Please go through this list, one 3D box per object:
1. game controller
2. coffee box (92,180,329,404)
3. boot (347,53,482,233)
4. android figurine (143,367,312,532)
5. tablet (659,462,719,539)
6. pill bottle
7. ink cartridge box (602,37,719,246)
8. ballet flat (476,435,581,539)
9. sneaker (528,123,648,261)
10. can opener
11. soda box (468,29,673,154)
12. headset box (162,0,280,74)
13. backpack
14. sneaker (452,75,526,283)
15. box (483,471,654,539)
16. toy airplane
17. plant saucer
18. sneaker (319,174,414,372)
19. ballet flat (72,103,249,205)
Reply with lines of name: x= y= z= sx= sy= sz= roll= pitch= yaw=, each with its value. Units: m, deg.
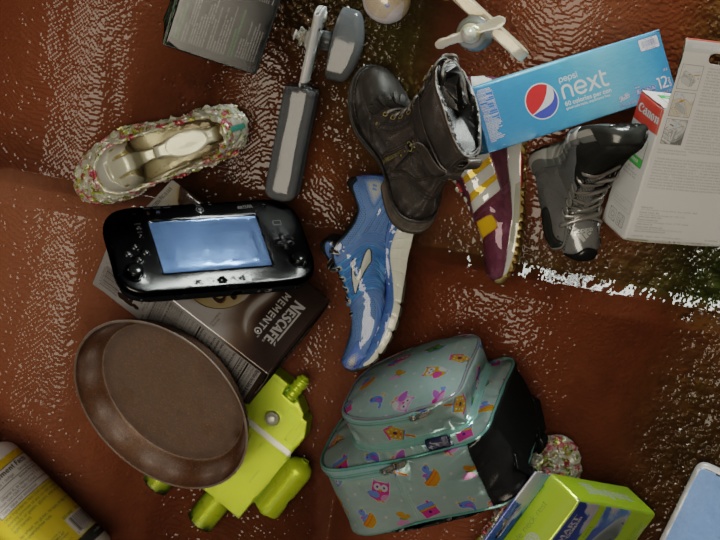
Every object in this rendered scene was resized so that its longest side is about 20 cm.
game controller: x=-0.146 y=-0.021 z=1.698 sx=0.200 sy=0.042 sz=0.104 roll=-4 pitch=63 yaw=-24
coffee box: x=-0.147 y=0.021 z=1.748 sx=0.200 sy=0.113 sz=0.080 roll=37 pitch=147 yaw=2
boot: x=0.059 y=-0.147 z=1.647 sx=0.069 sy=0.174 sz=0.200 roll=-9 pitch=65 yaw=-22
android figurine: x=-0.132 y=0.168 z=1.814 sx=0.182 sy=0.041 sz=0.200 roll=41 pitch=105 yaw=3
tablet: x=0.354 y=0.303 z=1.760 sx=0.130 sy=0.014 sz=0.200 roll=25 pitch=102 yaw=5
pill bottle: x=-0.366 y=0.250 z=1.829 sx=0.200 sy=0.114 sz=0.114 roll=44 pitch=103 yaw=2
ink cartridge box: x=0.307 y=-0.124 z=1.645 sx=0.109 sy=0.050 sz=0.200 roll=4 pitch=114 yaw=-23
ballet flat: x=0.161 y=0.259 z=1.755 sx=0.076 sy=0.064 sz=0.200 roll=27 pitch=101 yaw=0
sneaker: x=0.216 y=-0.069 z=1.636 sx=0.075 sy=0.200 sz=0.116 roll=-2 pitch=85 yaw=-13
can opener: x=-0.049 y=-0.164 z=1.743 sx=0.066 sy=0.053 sz=0.200 roll=17 pitch=101 yaw=6
soda box: x=0.188 y=-0.165 z=1.652 sx=0.200 sy=0.068 sz=0.064 roll=-18 pitch=94 yaw=-15
headset box: x=-0.118 y=-0.291 z=1.668 sx=0.093 sy=0.200 sz=0.174 roll=18 pitch=102 yaw=-10
backpack: x=0.059 y=0.163 z=1.706 sx=0.200 sy=0.176 sz=0.153 roll=-26 pitch=108 yaw=24
sneaker: x=0.116 y=-0.088 z=1.718 sx=0.090 sy=0.075 sz=0.200 roll=2 pitch=90 yaw=8
box: x=0.194 y=0.258 z=1.689 sx=0.048 sy=0.200 sz=0.122 roll=42 pitch=103 yaw=33
toy airplane: x=0.053 y=-0.284 z=1.638 sx=0.141 sy=0.199 sz=0.200 roll=-48 pitch=44 yaw=-9
plant saucer: x=-0.191 y=0.126 z=1.747 sx=0.200 sy=0.034 sz=0.200 roll=16 pitch=126 yaw=22
sneaker: x=0.000 y=0.000 z=1.741 sx=0.089 sy=0.079 sz=0.200 roll=9 pitch=92 yaw=-6
ballet flat: x=-0.208 y=-0.119 z=1.773 sx=0.200 sy=0.064 sz=0.076 roll=-22 pitch=95 yaw=13
